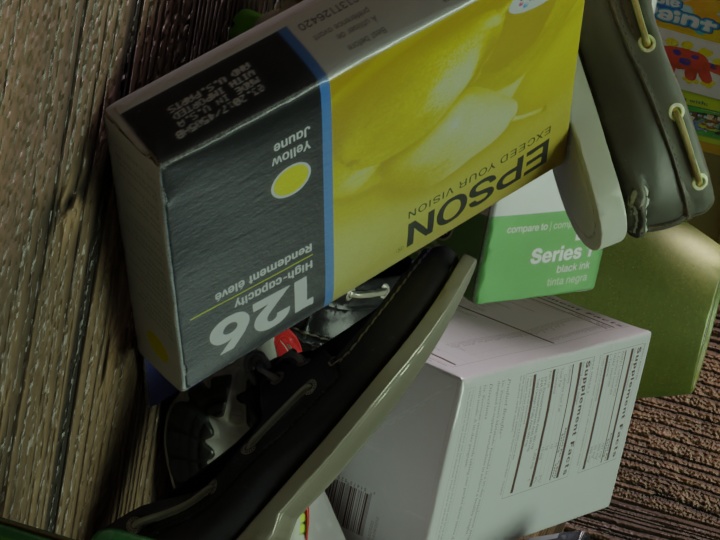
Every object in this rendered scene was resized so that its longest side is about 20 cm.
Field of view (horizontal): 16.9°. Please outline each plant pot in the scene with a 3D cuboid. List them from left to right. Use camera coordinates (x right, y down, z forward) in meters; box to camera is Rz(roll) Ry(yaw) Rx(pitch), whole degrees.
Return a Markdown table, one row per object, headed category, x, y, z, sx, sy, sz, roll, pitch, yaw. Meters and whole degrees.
| category | x | y | z | sx | sy | sz | roll | pitch | yaw |
| --- | --- | --- | --- | --- | --- | --- | --- | --- | --- |
| plant pot | 0.127 | 0.006 | 1.542 | 0.187 | 0.198 | 0.189 | 14 | 90 | -79 |

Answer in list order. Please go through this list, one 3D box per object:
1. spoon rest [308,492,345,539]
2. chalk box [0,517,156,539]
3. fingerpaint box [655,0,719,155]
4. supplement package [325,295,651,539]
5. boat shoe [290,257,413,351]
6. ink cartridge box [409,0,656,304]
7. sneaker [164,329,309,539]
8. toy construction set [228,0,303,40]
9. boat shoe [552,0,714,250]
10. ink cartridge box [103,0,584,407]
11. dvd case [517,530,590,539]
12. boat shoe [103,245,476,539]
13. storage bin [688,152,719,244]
| category | x | y | z | sx | sy | sz | roll | pitch | yaw |
| --- | --- | --- | --- | --- | --- | --- | --- | --- | --- |
| spoon rest | -0.016 | 0.162 | 1.185 | 0.099 | 0.060 | 0.202 | 32 | 39 | -70 |
| chalk box | -0.095 | 0.170 | 0.812 | 0.124 | 0.123 | 0.201 | 91 | 17 | -54 |
| fingerpaint box | 0.151 | -0.161 | 1.443 | 0.167 | 0.198 | 0.074 | 86 | 21 | -59 |
| supplement package | 0.056 | 0.078 | 1.328 | 0.199 | 0.113 | 0.110 | -9 | 116 | -53 |
| boat shoe | 0.000 | 0.000 | 1.232 | 0.200 | 0.073 | 0.061 | -32 | 141 | -63 |
| ink cartridge box | 0.061 | -0.107 | 1.158 | 0.084 | 0.146 | 0.202 | -5 | 117 | -35 |
| sneaker | -0.049 | 0.110 | 1.114 | 0.085 | 0.076 | 0.201 | -69 | 169 | -56 |
| toy construction set | 0.010 | -0.137 | 1.023 | 0.131 | 0.091 | 0.202 | 54 | 47 | -62 |
| boat shoe | 0.100 | -0.114 | 1.027 | 0.072 | 0.060 | 0.204 | -176 | -108 | -80 |
| ink cartridge box | -0.002 | -0.035 | 0.959 | 0.197 | 0.047 | 0.201 | -32 | 149 | -20 |
| dvd case | 0.017 | 0.205 | 1.292 | 0.025 | 0.199 | 0.151 | 63 | 30 | -22 |
| boat shoe | -0.030 | 0.059 | 0.999 | 0.200 | 0.063 | 0.073 | -50 | 171 | -9 |
| storage bin | 0.171 | -0.100 | 1.625 | 0.094 | 0.198 | 0.200 | -61 | 163 | -48 |
